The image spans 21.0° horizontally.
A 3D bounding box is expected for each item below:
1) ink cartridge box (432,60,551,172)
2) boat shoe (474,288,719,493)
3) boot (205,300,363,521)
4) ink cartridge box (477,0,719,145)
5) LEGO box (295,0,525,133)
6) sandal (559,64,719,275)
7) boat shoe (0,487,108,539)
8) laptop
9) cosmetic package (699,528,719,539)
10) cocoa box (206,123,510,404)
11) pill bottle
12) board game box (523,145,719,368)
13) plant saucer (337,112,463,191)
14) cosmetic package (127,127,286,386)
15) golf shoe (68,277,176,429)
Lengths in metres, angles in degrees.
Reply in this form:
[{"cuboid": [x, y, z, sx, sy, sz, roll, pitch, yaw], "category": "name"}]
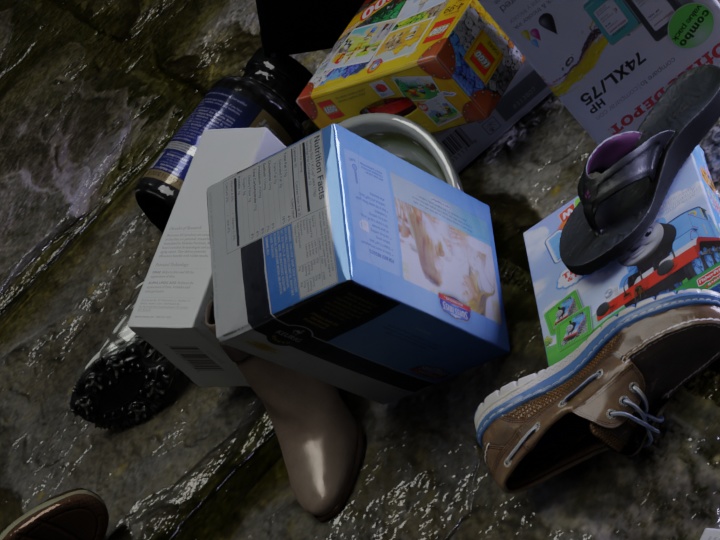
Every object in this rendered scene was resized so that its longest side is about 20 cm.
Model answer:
[{"cuboid": [0.084, -0.168, 1.774, 0.162, 0.057, 0.200, -41, 32, 8], "category": "ink cartridge box"}, {"cuboid": [0.169, 0.087, 1.290, 0.199, 0.072, 0.073, -35, 41, 23], "category": "boat shoe"}, {"cuboid": [-0.066, 0.082, 1.520, 0.070, 0.146, 0.201, -30, 34, 17], "category": "boot"}, {"cuboid": [0.184, -0.227, 1.549, 0.146, 0.200, 0.146, -38, 29, 12], "category": "ink cartridge box"}, {"cuboid": [0.058, -0.192, 1.713, 0.199, 0.077, 0.149, -11, 39, 52], "category": "LEGO box"}, {"cuboid": [0.197, -0.082, 1.416, 0.075, 0.048, 0.201, 3, 51, 54], "category": "sandal"}, {"cuboid": [-0.301, 0.255, 1.696, 0.202, 0.075, 0.075, -41, 21, 8], "category": "boat shoe"}, {"cuboid": [-0.015, -0.271, 1.877, 0.176, 0.104, 0.200, -8, 18, -2], "category": "laptop"}, {"cuboid": [0.248, 0.203, 0.991, 0.199, 0.085, 0.108, 1, 52, 54], "category": "cosmetic package"}, {"cuboid": [0.000, 0.000, 1.456, 0.131, 0.199, 0.134, -25, 59, 32], "category": "cocoa box"}, {"cuboid": [-0.125, -0.120, 1.925, 0.201, 0.112, 0.112, -54, 29, -18], "category": "pill bottle"}, {"cuboid": [0.196, -0.003, 1.402, 0.151, 0.037, 0.201, -35, 28, 19], "category": "board game box"}, {"cuboid": [0.016, -0.028, 1.615, 0.199, 0.050, 0.202, -6, 80, 37], "category": "plant saucer"}, {"cuboid": [-0.110, -0.012, 1.683, 0.081, 0.113, 0.201, -1, 58, 36], "category": "cosmetic package"}, {"cuboid": [-0.195, 0.064, 1.791, 0.200, 0.078, 0.095, -46, 20, 26], "category": "golf shoe"}]
